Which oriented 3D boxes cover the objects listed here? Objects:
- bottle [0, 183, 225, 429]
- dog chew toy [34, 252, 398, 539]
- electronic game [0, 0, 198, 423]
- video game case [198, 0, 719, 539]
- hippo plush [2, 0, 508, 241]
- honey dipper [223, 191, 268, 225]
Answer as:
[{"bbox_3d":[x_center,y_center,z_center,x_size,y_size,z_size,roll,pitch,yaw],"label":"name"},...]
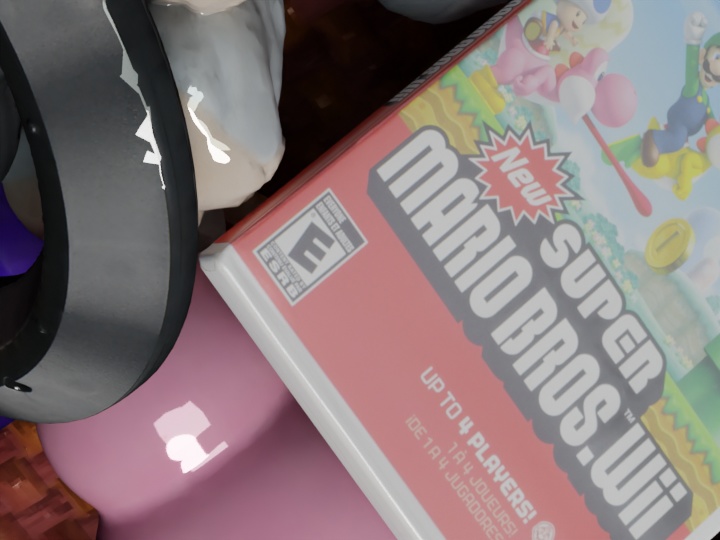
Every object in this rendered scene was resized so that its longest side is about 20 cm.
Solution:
[{"bbox_3d":[-0.135,0.018,0.739,0.200,0.065,0.084,-29,142,13],"label":"bottle"},{"bbox_3d":[-0.015,0.080,0.696,0.124,0.125,0.200,-35,101,8],"label":"dog chew toy"},{"bbox_3d":[-0.114,-0.051,0.619,0.042,0.200,0.200,-35,130,-36],"label":"electronic game"},{"bbox_3d":[0.074,-0.008,0.654,0.200,0.017,0.143,-40,104,-18],"label":"video game case"},{"bbox_3d":[-0.034,-0.102,0.678,0.161,0.200,0.159,-17,141,-33],"label":"hippo plush"},{"bbox_3d":[0.000,0.000,0.762,0.200,0.038,0.038,26,113,0],"label":"honey dipper"}]
